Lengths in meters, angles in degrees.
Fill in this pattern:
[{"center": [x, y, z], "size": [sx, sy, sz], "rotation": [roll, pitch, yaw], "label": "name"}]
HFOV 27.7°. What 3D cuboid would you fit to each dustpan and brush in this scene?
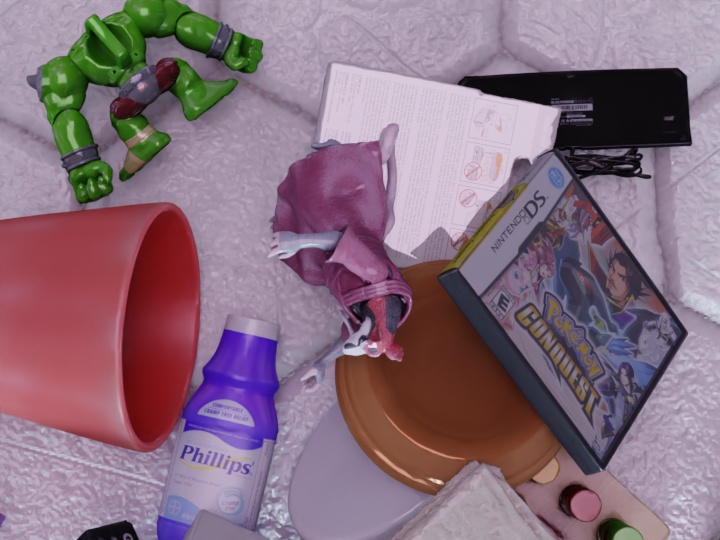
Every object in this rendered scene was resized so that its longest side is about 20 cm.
[{"center": [-0.029, 0.211, 1.202], "size": [0.200, 0.057, 0.140], "rotation": [-43, 49, -1], "label": "dustpan and brush"}]

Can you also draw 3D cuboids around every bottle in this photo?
[{"center": [-0.111, 0.138, 1.217], "size": [0.083, 0.065, 0.201], "rotation": [13, 85, 4], "label": "bottle"}]

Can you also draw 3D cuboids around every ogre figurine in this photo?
[{"center": [-0.189, -0.162, 1.235], "size": [0.200, 0.098, 0.120], "rotation": [-39, 96, 9], "label": "ogre figurine"}]

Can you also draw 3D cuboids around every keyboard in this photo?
[{"center": [0.182, -0.120, 1.254], "size": [0.199, 0.040, 0.105], "rotation": [-1, 67, 8], "label": "keyboard"}]

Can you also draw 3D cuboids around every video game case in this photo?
[{"center": [0.168, 0.029, 1.164], "size": [0.200, 0.025, 0.181], "rotation": [52, 48, -11], "label": "video game case"}]

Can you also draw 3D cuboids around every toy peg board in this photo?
[{"center": [0.121, 0.221, 1.187], "size": [0.199, 0.098, 0.200], "rotation": [42, 86, 5], "label": "toy peg board"}]

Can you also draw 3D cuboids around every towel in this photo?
[{"center": [0.062, 0.252, 1.105], "size": [0.200, 0.034, 0.133], "rotation": [-41, 99, -6], "label": "towel"}]

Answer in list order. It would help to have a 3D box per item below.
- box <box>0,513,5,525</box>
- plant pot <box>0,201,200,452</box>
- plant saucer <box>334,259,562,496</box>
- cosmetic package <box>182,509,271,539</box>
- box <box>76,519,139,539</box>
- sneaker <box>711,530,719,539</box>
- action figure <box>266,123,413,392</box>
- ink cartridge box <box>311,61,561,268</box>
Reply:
[{"center": [-0.355, 0.251, 1.144], "size": [0.039, 0.200, 0.137], "rotation": [26, 85, 7], "label": "box"}, {"center": [-0.241, 0.039, 1.179], "size": [0.176, 0.200, 0.202], "rotation": [4, 84, 12], "label": "plant pot"}, {"center": [0.080, 0.080, 1.161], "size": [0.199, 0.037, 0.201], "rotation": [3, 66, -6], "label": "plant saucer"}, {"center": [-0.064, 0.281, 1.159], "size": [0.199, 0.074, 0.102], "rotation": [28, 121, -7], "label": "cosmetic package"}, {"center": [-0.205, 0.330, 1.135], "size": [0.199, 0.050, 0.201], "rotation": [-46, 63, 35], "label": "box"}, {"center": [0.317, 0.238, 1.186], "size": [0.075, 0.088, 0.201], "rotation": [18, 87, 1], "label": "sneaker"}, {"center": [0.000, 0.000, 1.136], "size": [0.148, 0.134, 0.200], "rotation": [-19, 47, -14], "label": "action figure"}, {"center": [0.055, -0.079, 1.236], "size": [0.199, 0.050, 0.162], "rotation": [11, 94, -3], "label": "ink cartridge box"}]
